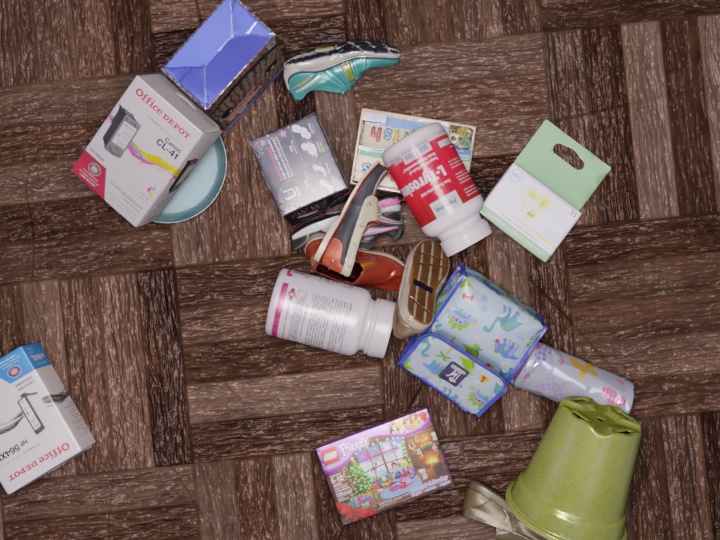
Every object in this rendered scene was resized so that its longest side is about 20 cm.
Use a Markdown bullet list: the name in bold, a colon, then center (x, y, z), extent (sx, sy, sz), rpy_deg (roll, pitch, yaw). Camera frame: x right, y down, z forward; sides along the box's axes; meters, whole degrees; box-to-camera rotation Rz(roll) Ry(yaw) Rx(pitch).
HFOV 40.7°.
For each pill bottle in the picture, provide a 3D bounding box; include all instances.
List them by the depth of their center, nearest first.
- **pill bottle**: center (0.128, -0.128, 1.569), extent (0.112, 0.112, 0.201), rpy_deg (-30, 90, 0)
- **pill bottle**: center (-0.047, 0.074, 1.592), extent (0.199, 0.113, 0.114), rpy_deg (14, 89, 1)

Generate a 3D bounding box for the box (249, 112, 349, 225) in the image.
- **box**: center (-0.094, -0.157, 1.551), extent (0.114, 0.200, 0.133), rpy_deg (-24, 89, -1)

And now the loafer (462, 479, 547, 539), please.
- **loafer**: center (0.255, 0.424, 1.610), extent (0.200, 0.076, 0.068), rpy_deg (33, 90, 10)

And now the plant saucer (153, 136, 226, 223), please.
- **plant saucer**: center (-0.323, -0.180, 1.639), extent (0.199, 0.027, 0.201), rpy_deg (0, 90, 1)

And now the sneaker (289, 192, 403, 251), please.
- **sneaker**: center (-0.019, -0.059, 1.614), extent (0.199, 0.080, 0.087), rpy_deg (-16, 100, 6)

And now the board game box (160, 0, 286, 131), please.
- **board game box**: center (-0.212, -0.326, 1.553), extent (0.097, 0.200, 0.160), rpy_deg (43, 90, 1)

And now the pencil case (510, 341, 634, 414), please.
- **pencil case**: center (0.351, 0.189, 1.606), extent (0.199, 0.083, 0.091), rpy_deg (25, 127, 0)

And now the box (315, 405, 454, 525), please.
- **box**: center (0.041, 0.326, 1.625), extent (0.199, 0.039, 0.137), rpy_deg (-20, 89, 0)

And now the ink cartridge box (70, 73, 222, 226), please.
- **ink cartridge box**: center (-0.344, -0.194, 1.558), extent (0.147, 0.086, 0.200), rpy_deg (41, 109, 2)

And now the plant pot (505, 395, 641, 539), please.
- **plant pot**: center (0.349, 0.306, 1.523), extent (0.199, 0.200, 0.185), rpy_deg (15, 106, 0)

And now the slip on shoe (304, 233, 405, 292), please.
- **slip on shoe**: center (0.000, 0.000, 1.589), extent (0.199, 0.061, 0.074), rpy_deg (20, 128, -26)

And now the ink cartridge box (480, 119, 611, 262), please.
- **ink cartridge box**: center (0.310, -0.135, 1.627), extent (0.145, 0.048, 0.200), rpy_deg (37, 92, 1)

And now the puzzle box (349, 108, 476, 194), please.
- **puzzle box**: center (0.088, -0.192, 1.638), extent (0.199, 0.025, 0.134), rpy_deg (8, 90, 0)

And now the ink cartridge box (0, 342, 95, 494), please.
- **ink cartridge box**: center (-0.557, 0.243, 1.605), extent (0.146, 0.084, 0.200), rpy_deg (-31, 89, 0)

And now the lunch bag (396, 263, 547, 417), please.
- **lunch bag**: center (0.180, 0.119, 1.592), extent (0.170, 0.127, 0.200), rpy_deg (34, 102, -2)

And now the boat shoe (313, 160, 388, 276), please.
- **boat shoe**: center (-0.002, -0.083, 1.532), extent (0.062, 0.071, 0.200), rpy_deg (28, 68, 3)

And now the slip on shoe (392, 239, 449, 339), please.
- **slip on shoe**: center (0.095, 0.030, 1.581), extent (0.076, 0.200, 0.061), rpy_deg (28, 134, -15)

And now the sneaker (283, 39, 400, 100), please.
- **sneaker**: center (-0.030, -0.338, 1.628), extent (0.199, 0.078, 0.080), rpy_deg (-13, 119, -5)
